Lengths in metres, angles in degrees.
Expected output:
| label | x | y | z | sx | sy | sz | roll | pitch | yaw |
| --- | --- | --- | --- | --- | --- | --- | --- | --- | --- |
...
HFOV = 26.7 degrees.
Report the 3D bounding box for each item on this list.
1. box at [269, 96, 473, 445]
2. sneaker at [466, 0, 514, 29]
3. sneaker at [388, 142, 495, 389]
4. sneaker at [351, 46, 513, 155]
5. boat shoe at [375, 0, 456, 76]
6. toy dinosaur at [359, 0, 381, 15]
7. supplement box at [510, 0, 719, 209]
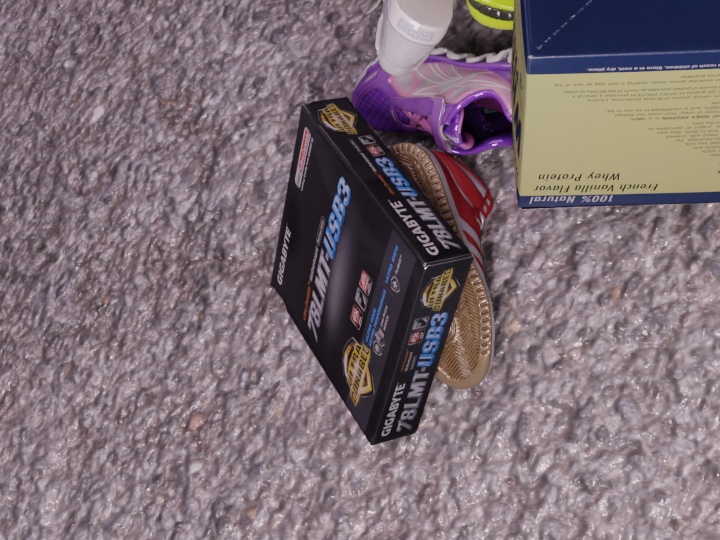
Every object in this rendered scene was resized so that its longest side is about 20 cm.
| label | x | y | z | sx | sy | sz | roll | pitch | yaw |
| --- | --- | --- | --- | --- | --- | --- | --- | --- | --- |
| box | 0.000 | 0.000 | 1.197 | 0.050 | 0.200 | 0.199 | -13 | 49 | -28 |
| sneaker | 0.190 | -0.220 | 1.257 | 0.200 | 0.084 | 0.074 | 20 | 115 | 18 |
| sneaker | 0.075 | -0.007 | 1.233 | 0.071 | 0.112 | 0.200 | -15 | 89 | 21 |
| sneaker | 0.074 | -0.136 | 1.269 | 0.200 | 0.081 | 0.089 | 1 | 46 | 31 |
| boat shoe | 0.051 | -0.230 | 1.280 | 0.069 | 0.072 | 0.200 | -56 | 17 | 37 |
| toy dinosaur | 0.013 | -0.340 | 1.370 | 0.200 | 0.105 | 0.182 | -57 | 17 | 27 |
| supplement box | 0.211 | -0.153 | 1.099 | 0.200 | 0.200 | 0.134 | -2 | 62 | 4 |
